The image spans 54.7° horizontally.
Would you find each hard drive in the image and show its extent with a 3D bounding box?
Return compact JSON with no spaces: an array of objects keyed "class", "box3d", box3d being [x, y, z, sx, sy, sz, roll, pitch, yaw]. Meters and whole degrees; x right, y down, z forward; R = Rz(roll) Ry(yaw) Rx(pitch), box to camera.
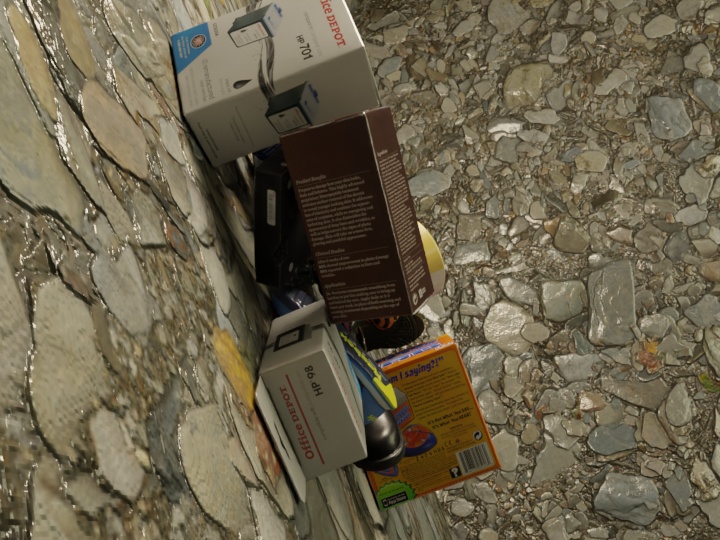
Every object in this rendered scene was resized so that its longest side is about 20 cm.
[{"class":"hard drive","box3d":[-0.062,-0.089,0.803,0.200,0.037,0.141,-53,153,-52]}]

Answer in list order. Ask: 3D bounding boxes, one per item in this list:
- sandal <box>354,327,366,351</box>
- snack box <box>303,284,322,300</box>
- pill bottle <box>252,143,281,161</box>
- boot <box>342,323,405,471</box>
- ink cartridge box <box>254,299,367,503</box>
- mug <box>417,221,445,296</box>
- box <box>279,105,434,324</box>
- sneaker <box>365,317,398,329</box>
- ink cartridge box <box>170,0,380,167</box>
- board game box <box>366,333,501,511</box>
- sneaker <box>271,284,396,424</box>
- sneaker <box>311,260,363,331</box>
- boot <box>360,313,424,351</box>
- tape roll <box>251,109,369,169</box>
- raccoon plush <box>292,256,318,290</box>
[{"class":"sandal","box3d":[-0.015,0.108,1.099,0.201,0.053,0.081,105,-28,-57]},{"class":"snack box","box3d":[-0.091,-0.005,1.115,0.072,0.024,0.202,63,8,-61]},{"class":"pill bottle","box3d":[-0.078,-0.178,0.923,0.199,0.116,0.116,36,20,-28]},{"class":"boot","box3d":[-0.012,0.149,0.932,0.211,0.079,0.159,-126,-161,-58]},{"class":"ink cartridge box","box3d":[-0.044,0.118,0.681,0.200,0.066,0.117,-100,169,-76]},{"class":"mug","box3d":[0.034,-0.012,1.182,0.149,0.152,0.189,11,-57,60]},{"class":"box","box3d":[-0.001,-0.054,0.709,0.075,0.099,0.202,-38,117,-59]},{"class":"sneaker","box3d":[0.000,0.000,1.052,0.112,0.077,0.202,105,-32,-65]},{"class":"ink cartridge box","box3d":[-0.095,-0.221,0.768,0.086,0.198,0.148,65,4,-54]},{"class":"board game box","box3d":[0.092,0.238,1.147,0.200,0.198,0.202,13,57,-87]},{"class":"sneaker","box3d":[-0.045,0.105,0.818,0.200,0.082,0.074,50,13,-3]},{"class":"sneaker","box3d":[-0.024,-0.006,0.853,0.086,0.080,0.201,37,-35,20]},{"class":"boot","box3d":[0.021,0.071,1.289,0.201,0.173,0.067,-97,173,-65]},{"class":"tape roll","box3d":[-0.064,-0.174,1.057,0.067,0.198,0.201,-107,176,-46]},{"class":"raccoon plush","box3d":[-0.090,-0.007,0.942,0.200,0.096,0.136,-46,135,-54]}]
